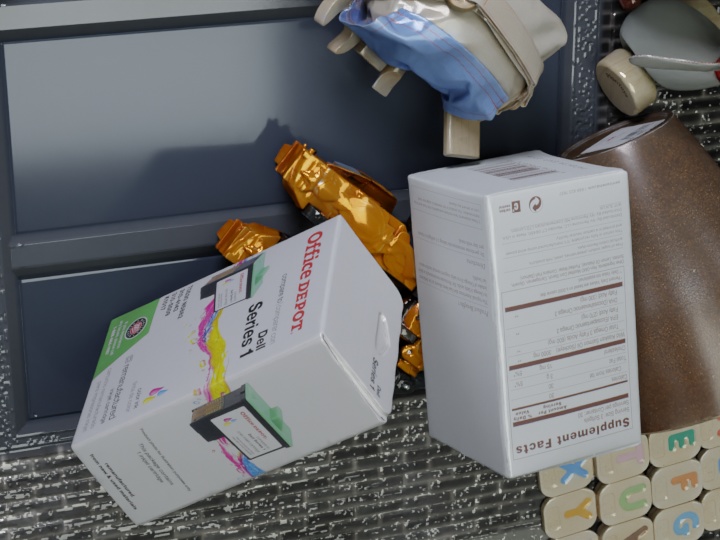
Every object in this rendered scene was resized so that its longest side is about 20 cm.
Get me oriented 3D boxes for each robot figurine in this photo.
[{"bbox_3d":[0.000,0.000,1.281,0.200,0.058,0.145,37,93,-27],"label":"robot figurine"}]

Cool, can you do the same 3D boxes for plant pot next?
[{"bbox_3d":[0.226,-0.010,1.311,0.186,0.187,0.201,-25,102,-11],"label":"plant pot"}]

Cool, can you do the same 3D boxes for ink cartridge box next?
[{"bbox_3d":[-0.080,0.066,1.183,0.199,0.145,0.084,-24,119,20],"label":"ink cartridge box"}]

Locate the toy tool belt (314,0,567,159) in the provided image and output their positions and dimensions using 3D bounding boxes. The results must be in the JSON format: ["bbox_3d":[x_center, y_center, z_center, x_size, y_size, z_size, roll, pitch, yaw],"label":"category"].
[{"bbox_3d":[0.037,-0.169,1.197,0.200,0.125,0.123,33,89,-30],"label":"toy tool belt"}]

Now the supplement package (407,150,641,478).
[{"bbox_3d":[0.116,0.027,1.241,0.117,0.117,0.201,-12,105,-25],"label":"supplement package"}]

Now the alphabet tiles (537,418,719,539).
[{"bbox_3d":[0.241,0.183,1.466,0.195,0.015,0.201,-14,113,-16],"label":"alphabet tiles"}]

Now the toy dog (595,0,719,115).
[{"bbox_3d":[0.234,-0.173,1.247,0.132,0.200,0.096,-47,110,-28],"label":"toy dog"}]
